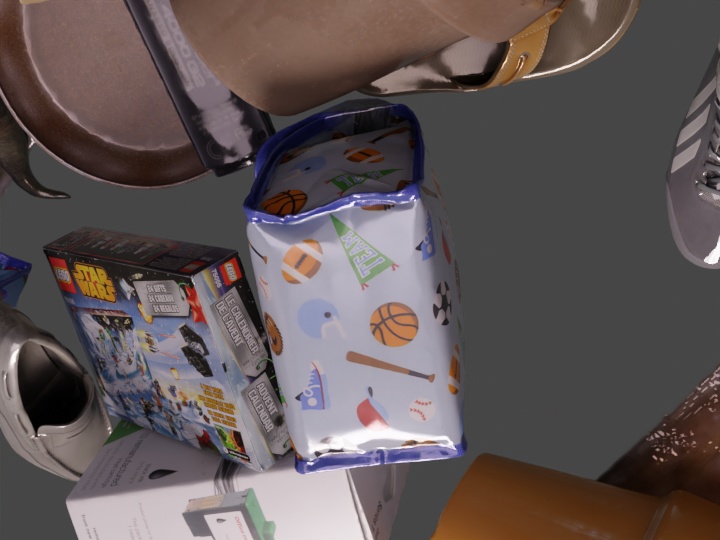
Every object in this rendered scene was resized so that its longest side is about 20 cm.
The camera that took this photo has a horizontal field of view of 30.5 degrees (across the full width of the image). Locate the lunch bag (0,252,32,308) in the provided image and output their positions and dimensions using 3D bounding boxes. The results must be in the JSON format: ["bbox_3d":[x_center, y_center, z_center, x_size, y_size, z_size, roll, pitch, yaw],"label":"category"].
[{"bbox_3d":[-0.323,0.074,0.898,0.094,0.200,0.151,27,116,-2],"label":"lunch bag"}]

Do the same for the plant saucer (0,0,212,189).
[{"bbox_3d":[-0.148,-0.152,0.858,0.198,0.032,0.202,4,114,8],"label":"plant saucer"}]

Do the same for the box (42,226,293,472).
[{"bbox_3d":[-0.128,0.046,0.876,0.199,0.040,0.138,10,124,50],"label":"box"}]

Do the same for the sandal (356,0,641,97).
[{"bbox_3d":[0.075,-0.145,0.805,0.198,0.054,0.081,-11,111,15],"label":"sandal"}]

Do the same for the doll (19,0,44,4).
[{"bbox_3d":[-0.240,-0.259,0.796,0.201,0.048,0.136,56,137,2],"label":"doll"}]

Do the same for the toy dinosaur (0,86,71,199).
[{"bbox_3d":[-0.279,-0.104,0.878,0.199,0.077,0.103,23,83,-14],"label":"toy dinosaur"}]

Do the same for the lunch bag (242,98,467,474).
[{"bbox_3d":[0.000,0.000,0.804,0.123,0.200,0.171,-5,113,8],"label":"lunch bag"}]

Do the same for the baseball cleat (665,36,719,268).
[{"bbox_3d":[0.218,-0.088,0.775,0.069,0.106,0.202,15,111,19],"label":"baseball cleat"}]

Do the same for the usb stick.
[{"bbox_3d":[-0.112,-0.156,0.816,0.055,0.033,0.201,-21,108,9],"label":"usb stick"}]

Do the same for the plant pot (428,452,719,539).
[{"bbox_3d":[0.138,0.219,0.893,0.182,0.200,0.202,25,117,17],"label":"plant pot"}]

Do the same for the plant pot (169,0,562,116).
[{"bbox_3d":[-0.011,-0.178,0.730,0.174,0.201,0.200,-35,103,26],"label":"plant pot"}]

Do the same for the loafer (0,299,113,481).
[{"bbox_3d":[-0.216,0.094,0.921,0.069,0.070,0.200,20,155,30],"label":"loafer"}]

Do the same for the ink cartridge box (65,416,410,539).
[{"bbox_3d":[-0.078,0.142,0.912,0.198,0.146,0.085,-11,110,14],"label":"ink cartridge box"}]
